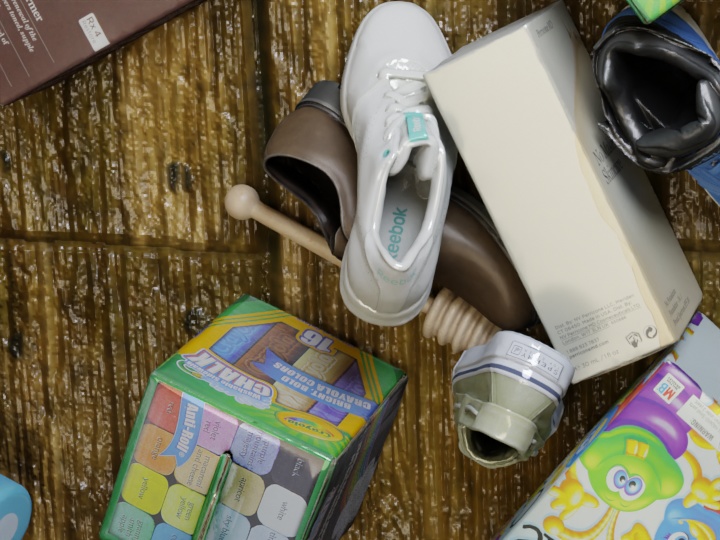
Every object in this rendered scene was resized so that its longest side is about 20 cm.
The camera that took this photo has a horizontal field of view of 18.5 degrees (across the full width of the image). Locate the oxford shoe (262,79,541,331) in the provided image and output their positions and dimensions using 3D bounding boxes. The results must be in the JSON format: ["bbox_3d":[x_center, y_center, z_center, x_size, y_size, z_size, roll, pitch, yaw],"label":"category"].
[{"bbox_3d":[0.023,-0.020,1.334,0.200,0.084,0.073,38,150,9],"label":"oxford shoe"}]

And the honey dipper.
[{"bbox_3d":[0.000,0.000,1.385,0.199,0.038,0.038,27,113,13],"label":"honey dipper"}]

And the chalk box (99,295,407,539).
[{"bbox_3d":[-0.072,0.120,1.346,0.123,0.200,0.125,26,112,11],"label":"chalk box"}]

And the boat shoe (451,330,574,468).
[{"bbox_3d":[0.079,0.083,1.295,0.072,0.200,0.062,29,79,6],"label":"boat shoe"}]

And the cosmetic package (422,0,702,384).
[{"bbox_3d":[0.120,-0.047,1.290,0.073,0.104,0.201,-23,98,22],"label":"cosmetic package"}]

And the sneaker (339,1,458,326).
[{"bbox_3d":[0.028,-0.074,1.271,0.075,0.089,0.201,4,68,-6],"label":"sneaker"}]

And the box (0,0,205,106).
[{"bbox_3d":[-0.155,-0.190,1.363,0.199,0.075,0.100,-26,95,23],"label":"box"}]

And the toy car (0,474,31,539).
[{"bbox_3d":[-0.294,0.063,1.466,0.184,0.177,0.201,25,85,25],"label":"toy car"}]

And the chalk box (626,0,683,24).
[{"bbox_3d":[0.176,-0.220,1.208,0.200,0.124,0.124,-36,91,26],"label":"chalk box"}]

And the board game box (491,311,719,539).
[{"bbox_3d":[0.168,0.140,1.327,0.103,0.105,0.200,41,114,5],"label":"board game box"}]

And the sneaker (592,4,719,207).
[{"bbox_3d":[0.207,-0.066,1.248,0.077,0.111,0.200,-41,90,25],"label":"sneaker"}]
